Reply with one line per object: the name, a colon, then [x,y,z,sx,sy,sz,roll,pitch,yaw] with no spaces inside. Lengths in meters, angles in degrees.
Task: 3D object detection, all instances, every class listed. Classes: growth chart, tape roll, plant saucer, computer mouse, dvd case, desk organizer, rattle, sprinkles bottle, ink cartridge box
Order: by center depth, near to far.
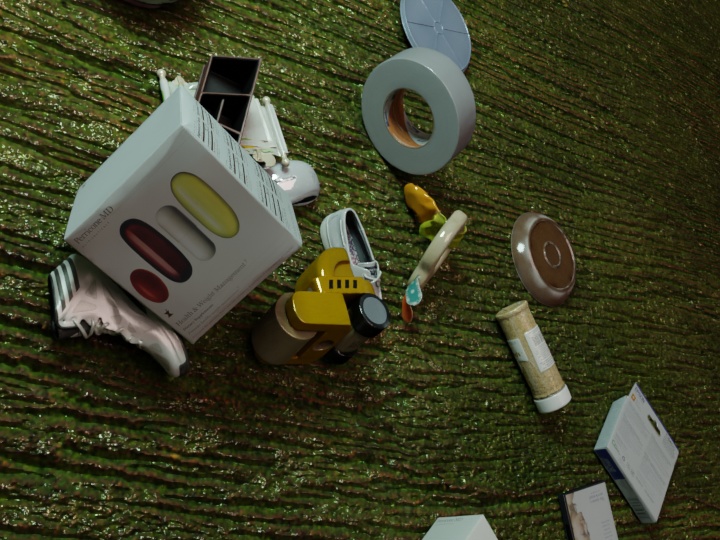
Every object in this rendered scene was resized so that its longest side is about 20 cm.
desk organizer: [-0.197,-0.209,1.002,0.070,0.077,0.205,20,63,-23]
growth chart: [-0.199,-0.219,1.072,0.195,0.018,0.148,6,60,-32]
computer mouse: [-0.131,-0.133,1.108,0.197,0.043,0.112,-19,86,-42]
rattle: [0.086,-0.036,1.240,0.142,0.130,0.201,41,79,-6]
tape roll: [0.098,-0.271,1.244,0.066,0.198,0.203,-38,98,-41]
sprinkles bottle: [0.323,0.161,1.361,0.067,0.068,0.204,-26,91,-41]
dvd case: [0.437,0.510,1.362,0.140,0.017,0.206,0,74,-40]
plant saucer: [0.389,-0.029,1.510,0.196,0.032,0.206,16,63,-35]
ink cartridge box: [0.576,0.375,1.510,0.202,0.040,0.200,55,49,-10]

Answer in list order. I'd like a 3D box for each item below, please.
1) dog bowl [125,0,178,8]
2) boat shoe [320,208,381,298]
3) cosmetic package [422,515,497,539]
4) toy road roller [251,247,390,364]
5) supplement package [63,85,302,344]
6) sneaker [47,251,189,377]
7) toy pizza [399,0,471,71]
dog bowl: [-0.317,-0.478,1.061,0.196,0.073,0.206,16,64,-35]
boat shoe: [0.000,0.000,1.151,0.071,0.068,0.206,-9,80,-40]
cosmetic package: [0.115,0.455,1.046,0.199,0.107,0.086,-40,99,-42]
toy road roller: [-0.066,0.048,1.053,0.196,0.123,0.149,2,58,-39]
supplement package: [-0.208,-0.066,0.875,0.200,0.190,0.148,44,11,-30]
sneaker: [-0.304,0.071,0.885,0.115,0.075,0.202,-40,93,-32]
toy pizza: [0.149,-0.486,1.477,0.196,0.031,0.206,15,66,-36]
